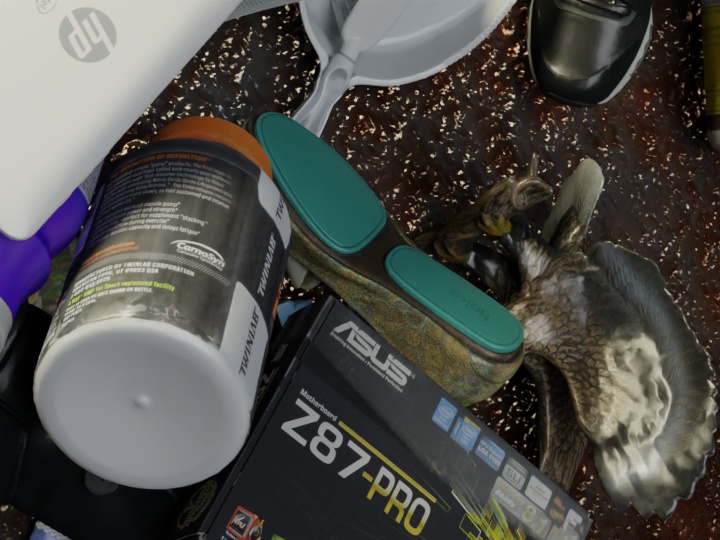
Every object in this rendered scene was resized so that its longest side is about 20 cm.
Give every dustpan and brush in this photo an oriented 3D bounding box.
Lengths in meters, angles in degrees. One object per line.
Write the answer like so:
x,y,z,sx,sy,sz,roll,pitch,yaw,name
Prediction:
0.001,-0.136,1.332,0.139,0.057,0.200,32,101,-23,dustpan and brush

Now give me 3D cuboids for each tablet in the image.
-0.147,-0.124,1.143,0.130,0.014,0.200,40,70,-1,tablet

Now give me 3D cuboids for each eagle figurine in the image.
0.113,0.046,1.357,0.151,0.152,0.200,-36,91,15,eagle figurine

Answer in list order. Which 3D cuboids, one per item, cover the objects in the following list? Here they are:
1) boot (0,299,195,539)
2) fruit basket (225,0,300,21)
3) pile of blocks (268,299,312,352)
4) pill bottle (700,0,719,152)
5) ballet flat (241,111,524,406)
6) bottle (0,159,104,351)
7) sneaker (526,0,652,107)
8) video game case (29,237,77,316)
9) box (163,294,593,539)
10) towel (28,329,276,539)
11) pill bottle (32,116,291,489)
-0.171,0.122,1.224,0.168,0.076,0.201,33,89,-26,boot
-0.129,-0.191,1.225,0.199,0.094,0.186,-24,72,-28,fruit basket
-0.043,0.039,1.298,0.199,0.062,0.083,17,80,-26,pile of blocks
0.259,-0.173,1.443,0.109,0.109,0.201,-4,93,-28,pill bottle
0.000,0.000,1.295,0.200,0.071,0.071,41,71,7,ballet flat
-0.172,-0.046,1.176,0.083,0.065,0.201,38,44,-28,bottle
0.142,-0.196,1.383,0.075,0.088,0.201,16,75,14,sneaker
-0.220,-0.024,1.245,0.142,0.018,0.201,-16,98,-26,video game case
0.012,0.137,1.238,0.200,0.049,0.162,41,54,-16,box
-0.088,0.111,1.320,0.144,0.024,0.201,33,74,-23,towel
-0.091,0.005,1.184,0.106,0.106,0.201,42,31,-22,pill bottle
